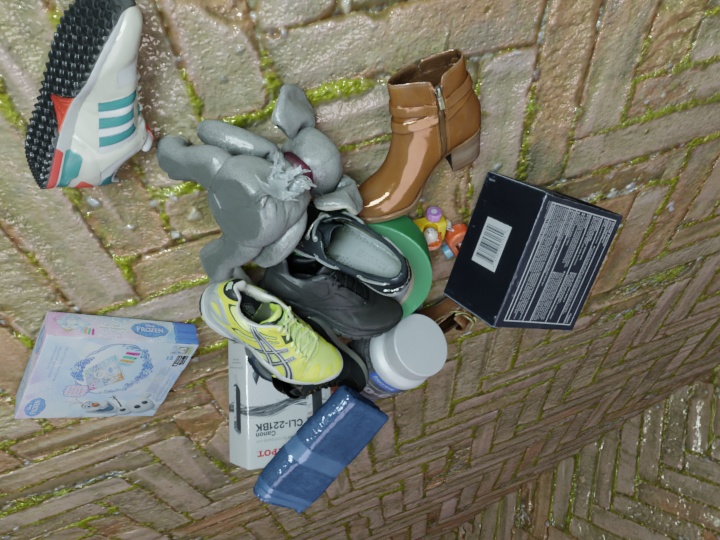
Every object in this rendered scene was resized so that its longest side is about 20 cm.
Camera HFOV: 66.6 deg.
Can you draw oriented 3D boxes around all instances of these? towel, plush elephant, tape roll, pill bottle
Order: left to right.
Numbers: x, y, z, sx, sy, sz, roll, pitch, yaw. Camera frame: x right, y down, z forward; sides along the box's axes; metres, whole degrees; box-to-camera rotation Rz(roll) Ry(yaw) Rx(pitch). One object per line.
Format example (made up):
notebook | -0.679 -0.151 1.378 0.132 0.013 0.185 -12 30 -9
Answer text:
plush elephant | -0.087 -0.098 0.582 0.199 0.166 0.155 -9 -160 40
towel | -0.058 0.256 0.791 0.200 0.049 0.112 -47 132 2
tape roll | 0.000 0.000 0.768 0.198 0.048 0.202 0 132 0
pill bottle | 0.047 0.144 0.891 0.113 0.115 0.200 -2 161 -28

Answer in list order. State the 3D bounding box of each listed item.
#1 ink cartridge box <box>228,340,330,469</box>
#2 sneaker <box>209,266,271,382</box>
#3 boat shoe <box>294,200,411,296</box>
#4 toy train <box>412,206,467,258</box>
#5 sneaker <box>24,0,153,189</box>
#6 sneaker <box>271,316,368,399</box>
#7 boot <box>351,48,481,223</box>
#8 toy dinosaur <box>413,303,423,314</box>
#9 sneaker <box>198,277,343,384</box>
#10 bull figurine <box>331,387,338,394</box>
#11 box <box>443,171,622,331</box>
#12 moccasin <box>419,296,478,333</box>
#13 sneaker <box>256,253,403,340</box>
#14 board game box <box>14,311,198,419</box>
ink cartridge box | -0.126 0.196 0.860 0.143 0.202 0.084 2 172 -32
sneaker | -0.145 0.065 0.780 0.074 0.087 0.201 -3 123 36
boat shoe | -0.027 -0.039 0.651 0.076 0.199 0.060 -63 168 -9
toy train | 0.100 -0.018 0.856 0.199 0.056 0.150 -31 143 8
sneaker | -0.228 -0.154 0.497 0.093 0.070 0.200 -5 141 -53
sneaker | -0.061 0.152 0.788 0.074 0.107 0.200 -2 142 34
boot | 0.051 -0.155 0.645 0.199 0.074 0.155 -35 145 -5
toy dinosaur | 0.069 0.098 0.956 0.047 0.088 0.201 -46 146 -39
sneaker | -0.098 0.079 0.661 0.199 0.076 0.076 33 149 -24
bull figurine | -0.076 0.204 1.007 0.200 0.065 0.122 36 80 -43
box | 0.260 -0.023 0.835 0.197 0.123 0.202 8 109 -36
moccasin | 0.177 0.083 1.006 0.200 0.078 0.074 -23 144 -3
sneaker | -0.033 0.028 0.714 0.198 0.076 0.091 14 127 -14
board game box | -0.368 0.144 0.794 0.198 0.044 0.200 10 132 -39
